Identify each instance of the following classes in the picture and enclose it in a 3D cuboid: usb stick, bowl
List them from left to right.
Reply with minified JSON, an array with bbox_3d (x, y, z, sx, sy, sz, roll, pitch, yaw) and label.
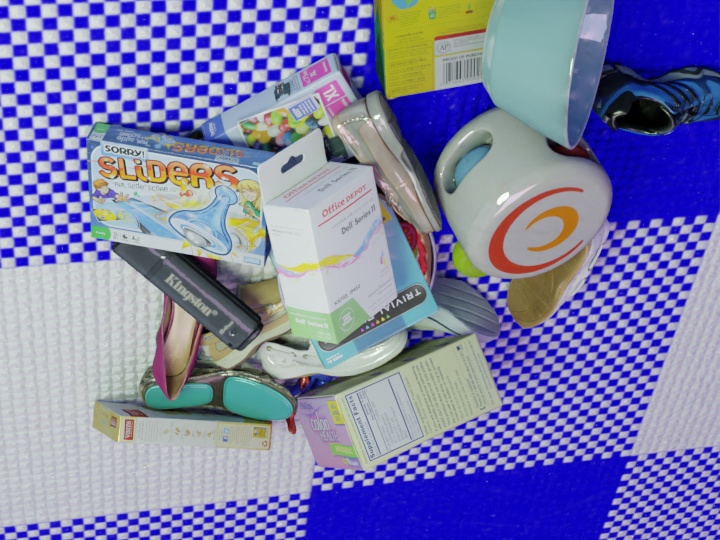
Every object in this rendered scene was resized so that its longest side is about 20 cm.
[{"bbox_3d":[-0.199,0.017,1.697,0.200,0.033,0.055,41,105,-15],"label":"usb stick"},{"bbox_3d":[0.190,-0.235,1.522,0.104,0.201,0.202,14,139,15],"label":"bowl"}]

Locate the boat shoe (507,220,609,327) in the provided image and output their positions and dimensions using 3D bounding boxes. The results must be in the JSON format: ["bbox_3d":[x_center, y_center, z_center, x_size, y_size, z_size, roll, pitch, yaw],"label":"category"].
[{"bbox_3d":[0.253,0.003,1.841,0.069,0.071,0.200,-21,159,-35],"label":"boat shoe"}]

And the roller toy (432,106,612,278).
[{"bbox_3d":[0.183,-0.096,1.678,0.199,0.140,0.183,-20,144,-9],"label":"roller toy"}]

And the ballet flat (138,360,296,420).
[{"bbox_3d":[-0.178,0.142,1.855,0.198,0.076,0.068,5,124,-5],"label":"ballet flat"}]

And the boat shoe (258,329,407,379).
[{"bbox_3d":[-0.041,0.087,1.824,0.199,0.071,0.070,-11,127,21],"label":"boat shoe"}]

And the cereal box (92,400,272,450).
[{"bbox_3d":[-0.228,0.197,1.863,0.199,0.144,0.040,7,89,-24],"label":"cereal box"}]

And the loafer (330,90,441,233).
[{"bbox_3d":[0.030,-0.113,1.622,0.062,0.072,0.200,-20,132,12],"label":"loafer"}]

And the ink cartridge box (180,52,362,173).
[{"bbox_3d":[-0.087,-0.145,1.619,0.199,0.042,0.119,-25,136,11],"label":"ink cartridge box"}]

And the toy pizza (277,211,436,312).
[{"bbox_3d":[0.000,0.000,1.736,0.199,0.032,0.202,-6,109,-17],"label":"toy pizza"}]

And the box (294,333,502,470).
[{"bbox_3d":[0.043,0.162,1.817,0.199,0.097,0.176,-22,-178,-21],"label":"box"}]

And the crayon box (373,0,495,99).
[{"bbox_3d":[0.078,-0.279,1.522,0.126,0.051,0.201,-10,137,-7],"label":"crayon box"}]

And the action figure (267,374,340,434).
[{"bbox_3d":[-0.053,0.140,1.918,0.065,0.052,0.200,20,123,-29],"label":"action figure"}]

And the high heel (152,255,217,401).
[{"bbox_3d":[-0.205,0.060,1.749,0.067,0.097,0.201,2,134,-18],"label":"high heel"}]

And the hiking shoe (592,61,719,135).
[{"bbox_3d":[0.350,-0.183,1.678,0.198,0.087,0.075,-1,135,-17],"label":"hiking shoe"}]

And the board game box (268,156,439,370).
[{"bbox_3d":[-0.019,-0.010,1.684,0.150,0.047,0.201,-27,106,-5],"label":"board game box"}]

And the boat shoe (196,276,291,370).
[{"bbox_3d":[-0.121,0.043,1.783,0.200,0.072,0.076,-39,116,18],"label":"boat shoe"}]

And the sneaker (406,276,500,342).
[{"bbox_3d":[0.087,0.046,1.857,0.199,0.073,0.071,25,140,-29],"label":"sneaker"}]

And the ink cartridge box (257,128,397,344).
[{"bbox_3d":[-0.034,-0.038,1.570,0.117,0.067,0.201,-37,125,-41],"label":"ink cartridge box"}]

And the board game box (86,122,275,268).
[{"bbox_3d":[-0.194,-0.081,1.593,0.198,0.035,0.136,9,130,5],"label":"board game box"}]
